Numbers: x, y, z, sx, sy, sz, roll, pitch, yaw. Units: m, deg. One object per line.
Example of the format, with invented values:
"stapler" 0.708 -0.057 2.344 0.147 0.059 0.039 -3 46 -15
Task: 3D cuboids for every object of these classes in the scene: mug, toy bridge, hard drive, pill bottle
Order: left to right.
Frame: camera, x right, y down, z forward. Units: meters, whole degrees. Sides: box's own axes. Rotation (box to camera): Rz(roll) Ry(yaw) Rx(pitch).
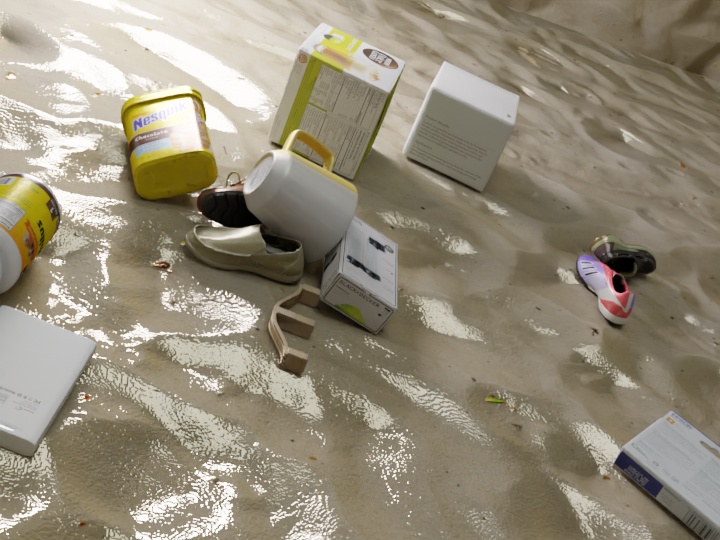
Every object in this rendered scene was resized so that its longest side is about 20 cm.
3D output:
"pill bottle" -0.479 -0.042 1.350 0.108 0.110 0.201 22 31 -4
"hard drive" -0.411 0.126 1.222 0.130 0.027 0.201 22 30 -5
"toy bridge" -0.101 0.076 1.525 0.066 0.028 0.201 20 29 -8
"mug" -0.110 -0.126 1.670 0.152 0.150 0.188 34 20 -28

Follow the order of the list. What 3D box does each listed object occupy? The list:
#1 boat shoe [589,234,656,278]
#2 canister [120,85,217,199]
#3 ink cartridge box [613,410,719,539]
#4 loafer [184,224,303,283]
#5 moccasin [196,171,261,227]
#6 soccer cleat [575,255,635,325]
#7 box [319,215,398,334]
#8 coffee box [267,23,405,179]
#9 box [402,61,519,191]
"boat shoe" 0.543 -0.016 2.097 0.199 0.072 0.067 18 46 -41
"canister" -0.322 -0.216 1.726 0.146 0.088 0.201 -13 43 -8
"ink cartridge box" 0.515 0.319 1.586 0.196 0.044 0.198 40 31 26
"loafer" -0.177 -0.041 1.610 0.197 0.069 0.076 14 32 -19
"moccasin" -0.193 -0.120 1.720 0.199 0.075 0.077 -13 37 -43
"soccer cleat" 0.479 0.020 1.990 0.067 0.074 0.201 12 32 -19
"box" 0.000 0.000 1.661 0.116 0.060 0.201 32 27 -17
"coffee box" -0.044 -0.339 2.040 0.195 0.202 0.200 24 30 0
"box" 0.222 -0.317 2.228 0.196 0.173 0.201 25 30 0
